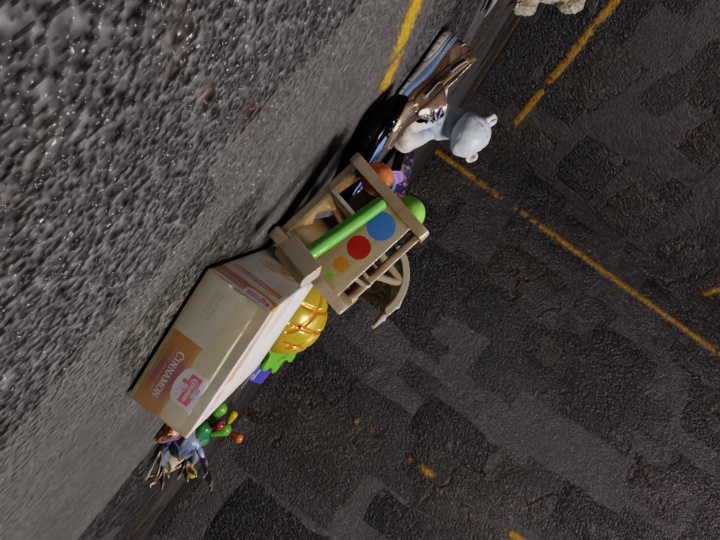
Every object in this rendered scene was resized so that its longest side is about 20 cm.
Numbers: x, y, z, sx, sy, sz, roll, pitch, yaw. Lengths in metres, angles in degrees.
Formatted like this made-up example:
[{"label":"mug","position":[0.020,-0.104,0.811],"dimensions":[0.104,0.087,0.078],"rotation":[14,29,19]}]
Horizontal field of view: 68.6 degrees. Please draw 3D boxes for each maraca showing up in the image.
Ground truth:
[{"label":"maraca","position":[-0.118,0.093,0.904],"dimensions":[0.137,0.107,0.201],"rotation":[-25,142,-46]}]

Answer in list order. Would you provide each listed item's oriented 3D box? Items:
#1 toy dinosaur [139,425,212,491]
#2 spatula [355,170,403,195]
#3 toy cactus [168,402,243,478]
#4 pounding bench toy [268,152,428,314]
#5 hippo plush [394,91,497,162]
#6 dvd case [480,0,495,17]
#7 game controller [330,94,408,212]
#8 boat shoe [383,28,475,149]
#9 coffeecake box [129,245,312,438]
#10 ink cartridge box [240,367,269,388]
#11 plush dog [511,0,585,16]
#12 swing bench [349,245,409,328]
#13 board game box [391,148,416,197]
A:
[{"label":"toy dinosaur","position":[-0.308,0.284,0.873],"dimensions":[0.182,0.105,0.200],"rotation":[-69,-150,27]},{"label":"spatula","position":[-0.025,-0.084,0.752],"dimensions":[0.200,0.021,0.057],"rotation":[-36,168,0]},{"label":"toy cactus","position":[-0.329,0.356,1.059],"dimensions":[0.200,0.102,0.165],"rotation":[-46,173,24]},{"label":"pounding bench toy","position":[-0.005,-0.048,0.615],"dimensions":[0.156,0.124,0.200],"rotation":[-42,177,6]},{"label":"hippo plush","position":[0.164,-0.267,1.025],"dimensions":[0.160,0.161,0.200],"rotation":[-55,178,22]},{"label":"dvd case","position":[0.286,-0.568,0.941],"dimensions":[0.149,0.016,0.200],"rotation":[-55,179,-7]},{"label":"game controller","position":[0.011,-0.161,0.756],"dimensions":[0.104,0.042,0.200],"rotation":[-47,175,-36]},{"label":"boat shoe","position":[0.099,-0.261,0.796],"dimensions":[0.200,0.072,0.072],"rotation":[-55,178,8]},{"label":"coffeecake box","position":[-0.136,0.064,0.580],"dimensions":[0.154,0.073,0.200],"rotation":[-55,179,11]},{"label":"ink cartridge box","position":[-0.175,0.161,1.073],"dimensions":[0.095,0.037,0.200],"rotation":[-51,-175,22]},{"label":"plush dog","position":[0.521,-0.778,1.426],"dimensions":[0.172,0.199,0.161],"rotation":[-73,163,-63]},{"label":"swing bench","position":[0.000,0.000,1.036],"dimensions":[0.130,0.200,0.199],"rotation":[-54,178,-15]},{"label":"board game box","position":[0.087,-0.217,1.177],"dimensions":[0.120,0.032,0.201],"rotation":[131,-24,-60]}]
